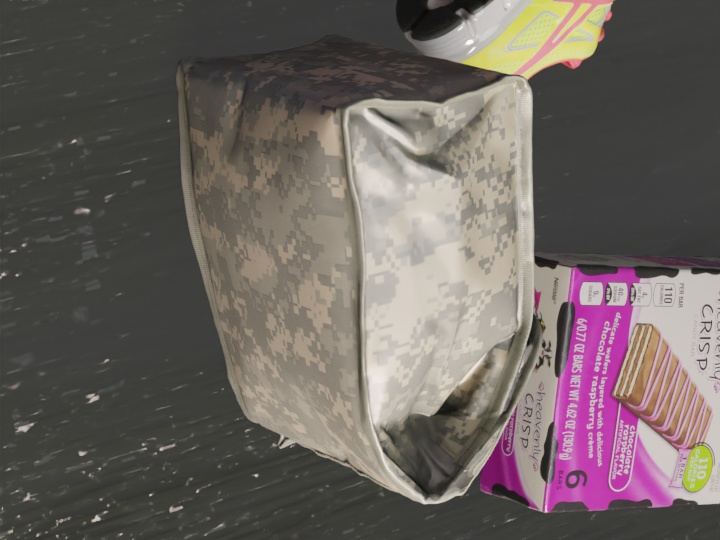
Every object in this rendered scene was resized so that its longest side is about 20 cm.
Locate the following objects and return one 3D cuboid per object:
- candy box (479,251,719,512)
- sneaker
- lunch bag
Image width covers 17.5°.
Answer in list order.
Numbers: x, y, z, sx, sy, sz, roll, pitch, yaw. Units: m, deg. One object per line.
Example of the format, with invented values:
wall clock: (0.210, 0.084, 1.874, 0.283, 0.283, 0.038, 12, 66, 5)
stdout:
candy box: (0.167, 0.061, 1.312, 0.200, 0.061, 0.137, 0, 99, -37)
sneaker: (0.106, -0.154, 1.222, 0.200, 0.078, 0.090, -39, 128, -17)
lunch bag: (0.000, 0.000, 1.112, 0.117, 0.164, 0.200, -11, 107, -30)
